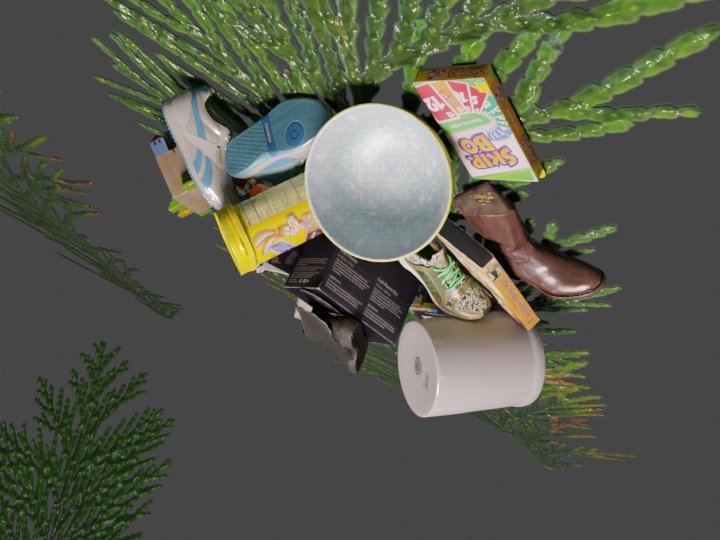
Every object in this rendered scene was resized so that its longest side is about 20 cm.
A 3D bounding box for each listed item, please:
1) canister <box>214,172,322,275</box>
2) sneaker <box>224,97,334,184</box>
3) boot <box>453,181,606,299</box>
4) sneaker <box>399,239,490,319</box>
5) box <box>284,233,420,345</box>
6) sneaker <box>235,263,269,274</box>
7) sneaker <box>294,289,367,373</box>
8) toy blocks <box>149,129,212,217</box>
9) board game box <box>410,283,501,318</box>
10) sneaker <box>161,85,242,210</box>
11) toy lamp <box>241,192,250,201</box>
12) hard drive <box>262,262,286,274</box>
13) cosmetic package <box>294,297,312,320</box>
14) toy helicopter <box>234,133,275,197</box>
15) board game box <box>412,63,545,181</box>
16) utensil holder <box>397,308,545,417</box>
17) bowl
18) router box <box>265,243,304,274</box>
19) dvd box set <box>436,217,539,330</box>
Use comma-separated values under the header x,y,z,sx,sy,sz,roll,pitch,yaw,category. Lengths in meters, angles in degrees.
x,y,z,sx,sy,sz,roll,pitch,yaw,category
-0.110,-0.081,1.051,0.088,0.198,0.149,62,169,7,canister
-0.091,-0.184,1.022,0.198,0.081,0.130,-15,166,35,sneaker
0.238,-0.044,0.984,0.184,0.065,0.200,12,154,38,boot
0.130,0.001,1.129,0.200,0.077,0.089,42,169,14,sneaker
0.000,0.000,1.202,0.199,0.184,0.103,38,157,-34,box
-0.234,-0.053,1.430,0.200,0.115,0.076,41,-171,-39,sneaker
-0.048,0.106,1.174,0.103,0.061,0.201,18,155,14,sneaker
-0.309,-0.183,1.212,0.200,0.099,0.138,71,174,-85,toy blocks
0.211,0.091,1.375,0.198,0.057,0.165,5,154,45,board game box
-0.223,-0.177,1.057,0.077,0.080,0.202,-101,-13,-72,sneaker
-0.161,-0.083,1.379,0.058,0.059,0.200,5,152,45,toy lamp
-0.097,0.007,1.467,0.130,0.027,0.199,11,178,28,hard drive
-0.042,0.085,1.535,0.102,0.089,0.199,12,176,35,cosmetic package
-0.195,-0.167,1.209,0.131,0.080,0.199,25,174,-29,toy helicopter
0.147,-0.165,0.831,0.094,0.030,0.200,9,158,39,board game box
0.181,0.154,1.175,0.197,0.173,0.170,-3,170,-20,utensil holder
0.036,-0.122,0.918,0.197,0.203,0.108,19,-158,15,bowl
-0.135,-0.040,1.264,0.149,0.051,0.199,41,-174,36,router box
0.197,0.003,1.106,0.200,0.029,0.146,45,-179,-45,dvd box set
